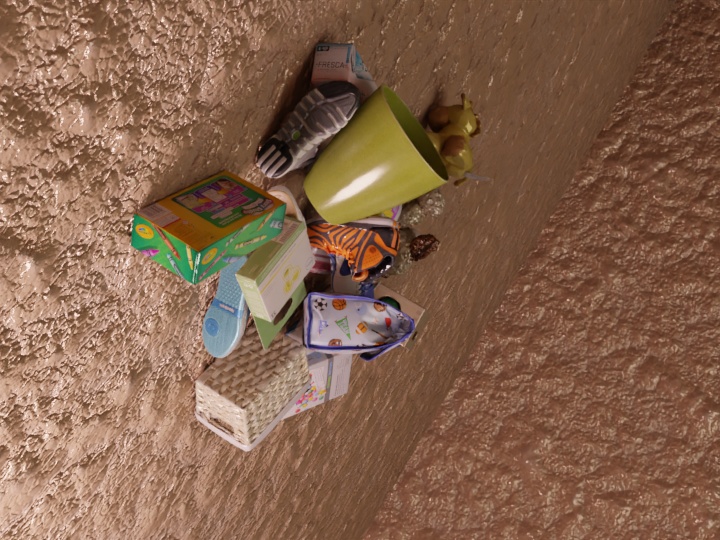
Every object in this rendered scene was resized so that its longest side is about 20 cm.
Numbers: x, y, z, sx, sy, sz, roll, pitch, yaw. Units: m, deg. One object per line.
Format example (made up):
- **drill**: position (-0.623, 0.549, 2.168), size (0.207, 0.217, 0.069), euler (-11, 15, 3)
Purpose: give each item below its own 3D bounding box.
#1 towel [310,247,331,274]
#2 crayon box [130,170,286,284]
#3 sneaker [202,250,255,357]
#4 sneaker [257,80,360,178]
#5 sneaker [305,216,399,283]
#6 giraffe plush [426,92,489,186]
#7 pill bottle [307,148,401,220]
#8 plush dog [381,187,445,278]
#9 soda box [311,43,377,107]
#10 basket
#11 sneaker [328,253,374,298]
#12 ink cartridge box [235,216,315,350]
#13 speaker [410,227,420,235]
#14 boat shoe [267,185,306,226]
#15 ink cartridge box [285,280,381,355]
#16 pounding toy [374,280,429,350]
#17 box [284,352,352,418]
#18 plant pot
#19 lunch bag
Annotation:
- **towel**: position (-0.050, -0.088, 1.750), size (0.201, 0.030, 0.146), euler (-66, 160, 4)
- **crayon box**: position (-0.211, -0.066, 1.246), size (0.200, 0.118, 0.059), euler (-36, 148, -49)
- **sneaker**: position (-0.193, 0.052, 1.509), size (0.130, 0.079, 0.201), euler (-18, 134, -60)
- **sneaker**: position (-0.074, -0.227, 1.406), size (0.200, 0.075, 0.115), euler (-38, 176, 15)
- **sneaker**: position (-0.029, -0.037, 1.591), size (0.078, 0.199, 0.113), euler (50, 41, -62)
- **giraffe plush**: position (0.197, -0.294, 1.905), size (0.172, 0.199, 0.163), euler (148, -45, -66)
- **pill bottle**: position (-0.012, -0.147, 1.605), size (0.200, 0.104, 0.105), euler (33, 87, -52)
- **plush dog**: position (0.065, -0.075, 1.748), size (0.160, 0.173, 0.200), euler (6, 155, -43)
- **soda box**: position (-0.019, -0.300, 1.455), size (0.200, 0.063, 0.069), euler (43, 53, -70)
- **basket**: position (-0.199, 0.206, 1.625), size (0.200, 0.135, 0.124), euler (-45, 151, -36)
- **sneaker**: position (0.000, -0.001, 1.697), size (0.080, 0.115, 0.200), euler (-39, 130, -29)
- **ink cartridge box**: position (-0.130, 0.029, 1.477), size (0.146, 0.048, 0.201), euler (-54, 147, -32)
- **speaker**: position (0.069, -0.042, 2.017), size (0.200, 0.081, 0.082), euler (-28, 142, -58)
- **boat shoe**: position (-0.129, -0.081, 1.519), size (0.201, 0.070, 0.070), euler (85, 15, -49)
- **ink cartridge box**: position (-0.056, 0.077, 1.822), size (0.200, 0.068, 0.116), euler (-49, -169, -30)
- **pounding toy**: position (0.043, 0.111, 2.048), size (0.143, 0.183, 0.200), euler (-60, 169, -3)
- **box**: position (-0.116, 0.238, 1.885), size (0.199, 0.041, 0.156), euler (-18, 141, -24)
- **plant pot**: position (0.010, -0.168, 1.435), size (0.199, 0.188, 0.187), euler (-33, 166, 17)
- **lunch bag**: position (-0.007, 0.105, 1.647), size (0.170, 0.199, 0.125), euler (158, -66, -82)
